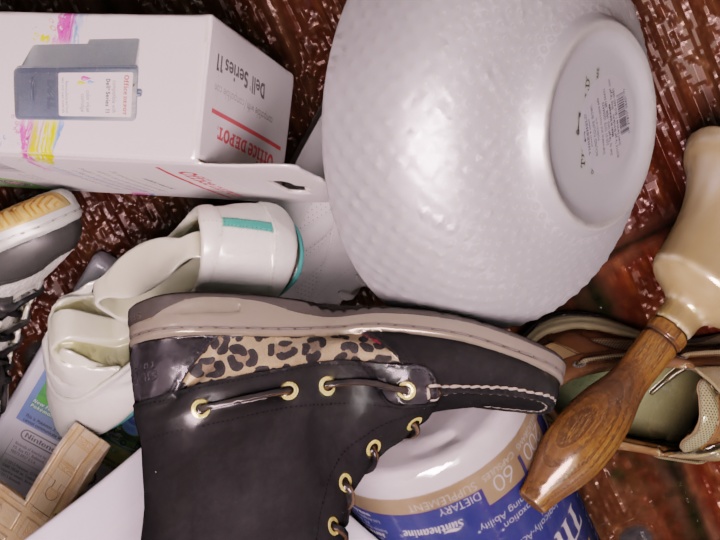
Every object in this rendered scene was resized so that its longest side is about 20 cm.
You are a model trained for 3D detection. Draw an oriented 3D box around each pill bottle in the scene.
[{"bbox_3d":[0.065,0.140,0.810,0.111,0.111,0.200,-23,121,6],"label":"pill bottle"}]

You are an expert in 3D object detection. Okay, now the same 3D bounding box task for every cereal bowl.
[{"bbox_3d":[0.076,-0.068,0.703,0.083,0.200,0.200,8,115,41],"label":"cereal bowl"}]

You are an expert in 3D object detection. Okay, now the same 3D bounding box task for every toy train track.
[{"bbox_3d":[-0.132,0.149,0.740,0.200,0.033,0.115,30,90,19],"label":"toy train track"}]

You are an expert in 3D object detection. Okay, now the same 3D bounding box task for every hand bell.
[{"bbox_3d":[0.144,0.036,0.750,0.104,0.104,0.200,45,76,-15],"label":"hand bell"}]

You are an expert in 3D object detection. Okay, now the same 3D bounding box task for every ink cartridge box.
[{"bbox_3d":[-0.105,-0.074,0.705,0.200,0.117,0.067,4,85,15],"label":"ink cartridge box"}]

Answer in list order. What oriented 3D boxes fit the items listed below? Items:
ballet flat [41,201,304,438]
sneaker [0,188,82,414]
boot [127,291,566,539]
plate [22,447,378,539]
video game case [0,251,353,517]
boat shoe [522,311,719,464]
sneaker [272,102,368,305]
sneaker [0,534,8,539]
[{"bbox_3d":[-0.112,0.021,0.745,0.069,0.069,0.200,44,127,-14],"label":"ballet flat"},{"bbox_3d":[-0.195,0.035,0.775,0.200,0.076,0.088,-36,87,30],"label":"sneaker"},{"bbox_3d":[-0.008,0.092,0.674,0.200,0.073,0.151,8,73,-16],"label":"boot"},{"bbox_3d":[-0.057,0.172,0.691,0.200,0.200,0.032,39,130,10],"label":"plate"},{"bbox_3d":[-0.102,0.113,0.851,0.200,0.022,0.182,30,105,-10],"label":"video game case"},{"bbox_3d":[0.181,0.074,0.820,0.200,0.074,0.076,6,108,-4],"label":"boat shoe"},{"bbox_3d":[0.000,0.000,0.783,0.116,0.074,0.200,28,98,-9],"label":"sneaker"},{"bbox_3d":[-0.171,0.165,0.813,0.200,0.085,0.077,-4,78,17],"label":"sneaker"}]
